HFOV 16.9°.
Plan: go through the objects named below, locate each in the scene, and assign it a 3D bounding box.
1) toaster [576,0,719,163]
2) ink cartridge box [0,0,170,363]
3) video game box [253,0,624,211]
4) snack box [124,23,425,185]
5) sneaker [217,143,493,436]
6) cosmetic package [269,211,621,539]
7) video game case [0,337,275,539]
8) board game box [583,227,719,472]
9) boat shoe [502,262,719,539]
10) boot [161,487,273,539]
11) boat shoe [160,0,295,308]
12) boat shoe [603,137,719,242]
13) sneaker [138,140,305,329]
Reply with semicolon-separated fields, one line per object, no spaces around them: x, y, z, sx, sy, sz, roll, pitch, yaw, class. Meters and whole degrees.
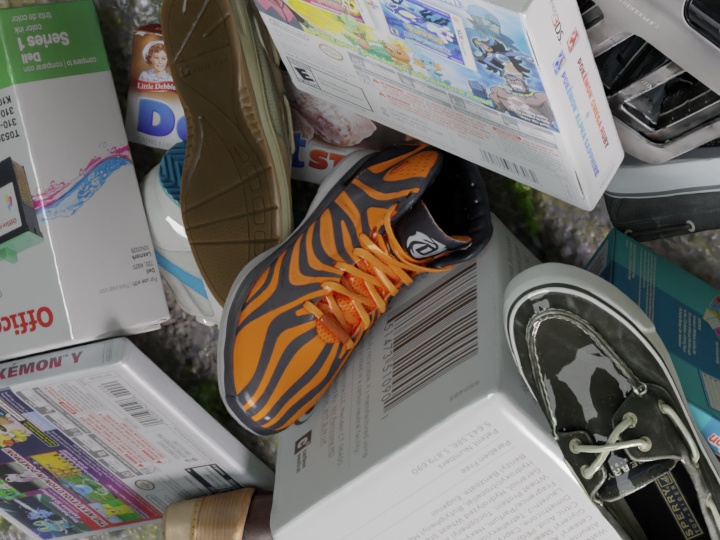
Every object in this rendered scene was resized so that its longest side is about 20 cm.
0.137;-0.162;1.238;0.180;0.200;0.119;36;73;-10;toaster
-0.211;-0.047;1.461;0.144;0.084;0.202;-13;90;41;ink cartridge box
0.029;-0.126;1.246;0.199;0.182;0.047;25;72;27;video game box
-0.045;-0.094;1.461;0.198;0.024;0.073;13;111;15;snack box
0.000;0.000;1.331;0.078;0.201;0.112;42;150;-25;sneaker
0.075;0.114;1.375;0.164;0.165;0.200;-34;118;24;cosmetic package
-0.174;0.110;1.508;0.181;0.023;0.200;-12;147;22;video game case
0.208;0.075;1.335;0.199;0.151;0.047;31;117;-7;board game box
0.137;0.085;1.229;0.070;0.064;0.201;-29;109;21;boat shoe
-0.038;0.229;1.544;0.165;0.073;0.202;1;120;9;boot
-0.066;-0.074;1.414;0.072;0.065;0.202;-12;89;32;boat shoe
0.230;-0.048;1.361;0.198;0.069;0.057;-1;116;26;boat shoe
-0.058;0.010;1.481;0.200;0.077;0.081;45;139;-4;sneaker
